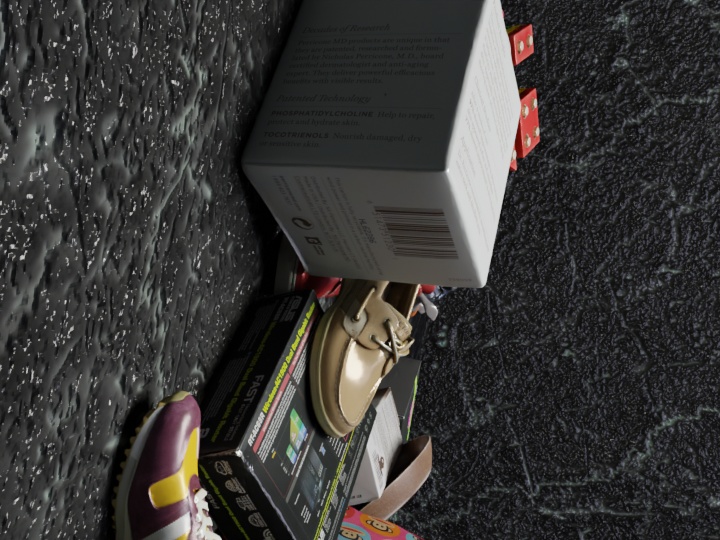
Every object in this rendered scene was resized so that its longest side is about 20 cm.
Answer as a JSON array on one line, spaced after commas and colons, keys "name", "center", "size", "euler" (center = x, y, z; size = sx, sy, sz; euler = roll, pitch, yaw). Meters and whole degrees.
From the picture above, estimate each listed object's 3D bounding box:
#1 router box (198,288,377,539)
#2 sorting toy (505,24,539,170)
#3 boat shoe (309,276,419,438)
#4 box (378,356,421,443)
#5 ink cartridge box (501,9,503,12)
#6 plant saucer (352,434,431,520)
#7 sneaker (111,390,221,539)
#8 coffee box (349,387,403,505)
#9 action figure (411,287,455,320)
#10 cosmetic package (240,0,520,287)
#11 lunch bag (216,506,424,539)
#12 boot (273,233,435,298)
[{"name": "router box", "center": [-0.061, 0.135, 0.752], "size": [0.150, 0.062, 0.200], "euler": [65, 27, -27]}, {"name": "sorting toy", "center": [0.152, -0.204, 1.071], "size": [0.199, 0.069, 0.201], "euler": [-42, 129, -53]}, {"name": "boat shoe", "center": [0.010, 0.050, 0.782], "size": [0.071, 0.064, 0.201], "euler": [55, 39, -41]}, {"name": "box", "center": [0.003, 0.231, 1.276], "size": [0.149, 0.124, 0.201], "euler": [-64, 164, -60]}, {"name": "ink cartridge box", "center": [0.105, -0.242, 1.240], "size": [0.145, 0.144, 0.201], "euler": [80, 23, -66]}, {"name": "plant saucer", "center": [0.013, 0.271, 1.079], "size": [0.200, 0.035, 0.200], "euler": [-39, 179, -1]}, {"name": "sneaker", "center": [-0.112, 0.180, 0.584], "size": [0.075, 0.090, 0.201], "euler": [-11, 113, -80]}, {"name": "coffee box", "center": [-0.023, 0.207, 1.059], "size": [0.200, 0.114, 0.080], "euler": [-32, 108, -79]}, {"name": "action figure", "center": [0.045, 0.028, 1.224], "size": [0.105, 0.199, 0.193], "euler": [60, -3, -14]}, {"name": "cosmetic package", "center": [0.030, -0.115, 0.756], "size": [0.168, 0.165, 0.201], "euler": [62, 37, -53]}, {"name": "lunch bag", "center": [-0.037, 0.285, 0.852], "size": [0.176, 0.199, 0.082], "euler": [-36, 141, -78]}, {"name": "boot", "center": [0.000, 0.000, 0.893], "size": [0.200, 0.144, 0.073], "euler": [-35, 137, -75]}]
